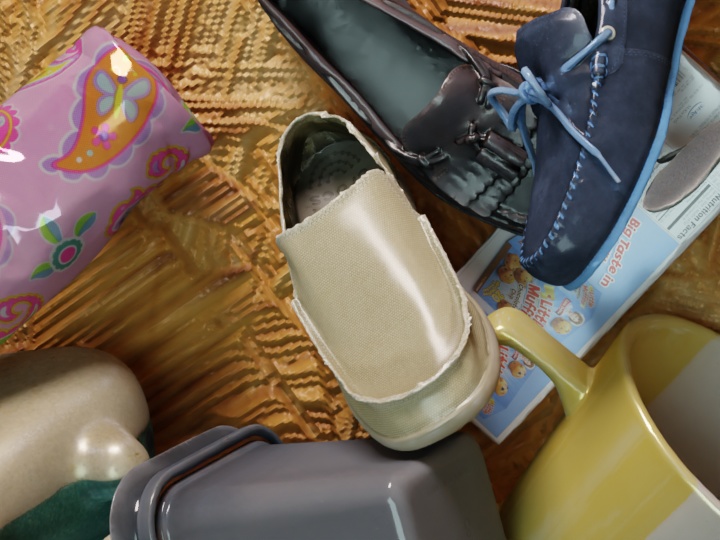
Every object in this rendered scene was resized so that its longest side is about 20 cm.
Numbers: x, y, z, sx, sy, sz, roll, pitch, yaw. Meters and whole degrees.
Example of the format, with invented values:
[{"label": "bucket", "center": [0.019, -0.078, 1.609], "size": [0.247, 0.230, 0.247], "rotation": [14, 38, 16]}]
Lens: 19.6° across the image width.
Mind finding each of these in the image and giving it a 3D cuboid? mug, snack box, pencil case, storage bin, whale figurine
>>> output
[{"label": "mug", "center": [0.119, 0.111, 0.951], "size": [0.153, 0.149, 0.187], "rotation": [-50, 64, 28]}, {"label": "snack box", "center": [0.104, -0.012, 0.974], "size": [0.072, 0.024, 0.200], "rotation": [42, 110, 3]}, {"label": "pencil case", "center": [-0.164, -0.022, 0.979], "size": [0.087, 0.087, 0.200], "rotation": [44, 83, 2]}, {"label": "storage bin", "center": [-0.007, 0.163, 0.900], "size": [0.134, 0.146, 0.200], "rotation": [-14, 94, 31]}, {"label": "whale figurine", "center": [-0.171, 0.114, 0.989], "size": [0.159, 0.200, 0.104], "rotation": [-7, 112, 14]}]

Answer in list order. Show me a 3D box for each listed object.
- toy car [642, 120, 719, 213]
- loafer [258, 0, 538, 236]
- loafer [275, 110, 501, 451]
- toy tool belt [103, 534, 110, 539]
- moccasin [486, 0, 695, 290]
[{"label": "toy car", "center": [0.213, -0.065, 0.852], "size": [0.200, 0.164, 0.158], "rotation": [-21, 96, 16]}, {"label": "loafer", "center": [0.025, -0.081, 0.946], "size": [0.200, 0.063, 0.072], "rotation": [40, 106, 12]}, {"label": "loafer", "center": [0.000, 0.000, 0.918], "size": [0.076, 0.200, 0.068], "rotation": [-36, 129, 7]}, {"label": "toy tool belt", "center": [-0.125, 0.208, 1.018], "size": [0.125, 0.123, 0.200], "rotation": [-2, 103, -23]}, {"label": "moccasin", "center": [0.093, -0.088, 0.894], "size": [0.068, 0.200, 0.080], "rotation": [24, 153, -16]}]
